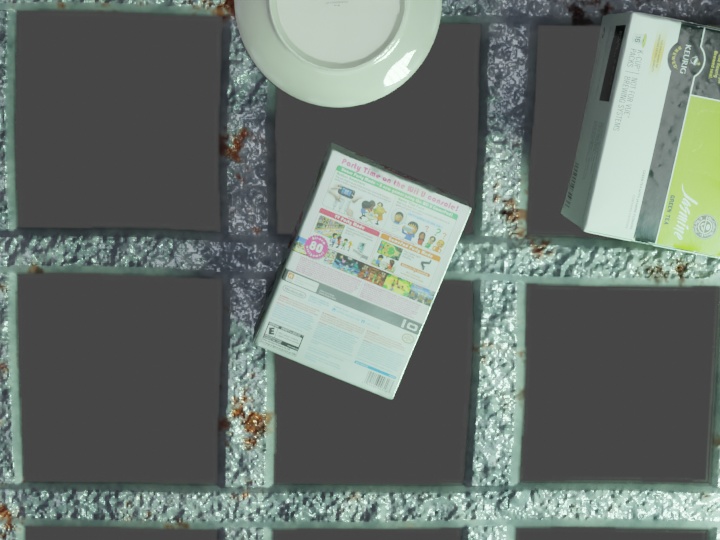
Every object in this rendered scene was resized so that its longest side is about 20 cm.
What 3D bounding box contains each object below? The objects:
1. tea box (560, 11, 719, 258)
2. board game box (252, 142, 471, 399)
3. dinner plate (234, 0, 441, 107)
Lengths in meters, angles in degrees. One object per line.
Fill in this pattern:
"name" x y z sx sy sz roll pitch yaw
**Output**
"tea box" 0.308 -0.123 1.347 0.195 0.134 0.202 12 98 -3
"board game box" 0.000 0.000 1.392 0.146 0.064 0.202 22 99 -6
"dinner plate" -0.021 -0.255 1.373 0.198 0.024 0.202 0 98 -2
